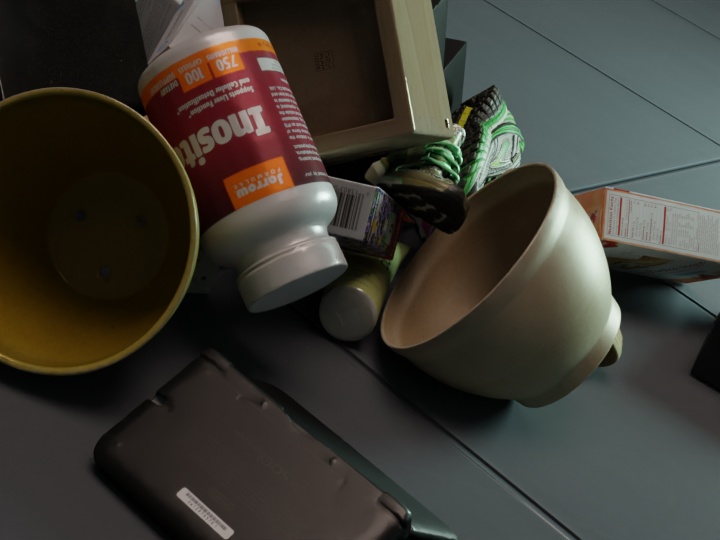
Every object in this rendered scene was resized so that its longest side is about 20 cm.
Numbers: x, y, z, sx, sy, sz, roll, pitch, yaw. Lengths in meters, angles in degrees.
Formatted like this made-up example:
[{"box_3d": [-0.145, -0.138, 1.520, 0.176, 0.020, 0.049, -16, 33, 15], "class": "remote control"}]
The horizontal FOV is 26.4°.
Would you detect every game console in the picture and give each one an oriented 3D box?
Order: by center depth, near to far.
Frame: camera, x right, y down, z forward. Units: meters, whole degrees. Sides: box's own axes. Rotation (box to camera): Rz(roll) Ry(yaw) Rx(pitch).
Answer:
[{"box_3d": [-0.056, 0.158, 1.066, 0.199, 0.117, 0.176, 35, 60, 27], "class": "game console"}]

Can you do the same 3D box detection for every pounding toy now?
[{"box_3d": [-0.033, -0.187, 1.338, 0.198, 0.186, 0.142, -11, -2, 24], "class": "pounding toy"}]

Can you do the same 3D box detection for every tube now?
[{"box_3d": [0.000, 0.000, 1.374, 0.058, 0.052, 0.200, 58, 17, -14], "class": "tube"}]

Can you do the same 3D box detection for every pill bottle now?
[{"box_3d": [-0.086, -0.077, 1.182, 0.112, 0.113, 0.201, -13, 76, -49], "class": "pill bottle"}]

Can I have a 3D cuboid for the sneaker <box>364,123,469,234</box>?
[{"box_3d": [0.060, -0.094, 1.353, 0.077, 0.089, 0.200, 33, 2, -18], "class": "sneaker"}]

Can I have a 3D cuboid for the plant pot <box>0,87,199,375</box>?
[{"box_3d": [-0.205, -0.026, 1.141, 0.199, 0.202, 0.142, 24, 2, 6], "class": "plant pot"}]

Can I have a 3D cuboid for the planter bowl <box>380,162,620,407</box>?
[{"box_3d": [0.133, 0.028, 1.285, 0.135, 0.200, 0.201, 41, 21, -17], "class": "planter bowl"}]

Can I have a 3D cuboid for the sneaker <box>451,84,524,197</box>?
[{"box_3d": [0.120, -0.103, 1.485, 0.085, 0.078, 0.200, 49, 37, -15], "class": "sneaker"}]

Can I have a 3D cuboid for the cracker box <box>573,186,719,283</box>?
[{"box_3d": [0.295, -0.033, 1.571, 0.198, 0.058, 0.134, 10, -10, -22], "class": "cracker box"}]

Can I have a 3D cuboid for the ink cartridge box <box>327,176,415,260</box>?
[{"box_3d": [-0.022, -0.046, 1.326, 0.108, 0.051, 0.200, 13, -4, 13], "class": "ink cartridge box"}]

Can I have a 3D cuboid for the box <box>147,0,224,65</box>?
[{"box_3d": [-0.103, -0.208, 1.448, 0.156, 0.041, 0.201, 40, 40, -20], "class": "box"}]

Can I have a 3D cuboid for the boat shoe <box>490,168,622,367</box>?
[{"box_3d": [0.182, -0.003, 1.401, 0.201, 0.072, 0.065, 52, 54, -7], "class": "boat shoe"}]

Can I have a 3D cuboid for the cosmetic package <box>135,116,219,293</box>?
[{"box_3d": [-0.180, -0.078, 1.319, 0.071, 0.106, 0.200, 4, 30, -33], "class": "cosmetic package"}]

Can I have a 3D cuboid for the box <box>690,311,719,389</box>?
[{"box_3d": [0.430, 0.075, 1.520, 0.141, 0.079, 0.200, 33, 29, 18], "class": "box"}]

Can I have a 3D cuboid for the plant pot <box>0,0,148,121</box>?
[{"box_3d": [-0.286, -0.178, 1.252, 0.176, 0.199, 0.202, -1, 72, -47], "class": "plant pot"}]

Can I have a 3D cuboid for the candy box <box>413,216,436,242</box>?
[{"box_3d": [0.132, -0.037, 1.524, 0.135, 0.061, 0.200, 10, 27, -20], "class": "candy box"}]

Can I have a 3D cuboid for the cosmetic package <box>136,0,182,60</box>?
[{"box_3d": [-0.155, -0.209, 1.578, 0.084, 0.108, 0.200, -4, 38, -47], "class": "cosmetic package"}]

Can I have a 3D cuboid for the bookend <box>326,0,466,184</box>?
[{"box_3d": [0.040, -0.205, 1.509, 0.091, 0.202, 0.199, 13, 33, 16], "class": "bookend"}]
